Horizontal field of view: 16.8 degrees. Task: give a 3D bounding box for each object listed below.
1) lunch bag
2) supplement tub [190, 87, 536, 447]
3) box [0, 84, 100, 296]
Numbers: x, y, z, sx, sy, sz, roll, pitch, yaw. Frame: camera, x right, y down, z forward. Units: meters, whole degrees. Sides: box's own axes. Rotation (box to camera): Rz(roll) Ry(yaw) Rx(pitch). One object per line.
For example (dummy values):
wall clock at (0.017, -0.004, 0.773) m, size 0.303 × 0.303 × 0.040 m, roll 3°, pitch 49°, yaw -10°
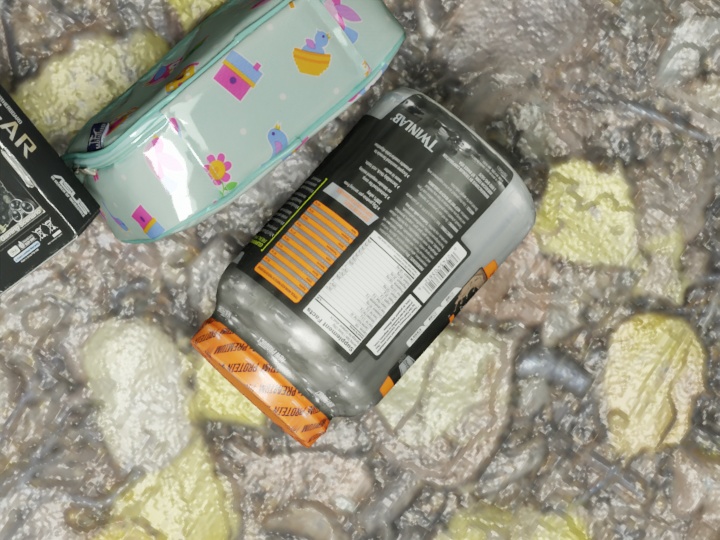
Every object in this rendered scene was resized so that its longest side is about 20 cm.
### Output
lunch bag at (-0.082, -0.099, 1.411) m, size 0.200 × 0.160 × 0.077 m, roll -40°, pitch 106°, yaw -14°
supplement tub at (0.000, 0.000, 1.450) m, size 0.123 × 0.123 × 0.200 m, roll 44°, pitch 83°, yaw -11°
box at (-0.271, -0.035, 1.374) m, size 0.200 × 0.044 × 0.160 m, roll -35°, pitch 100°, yaw 24°
